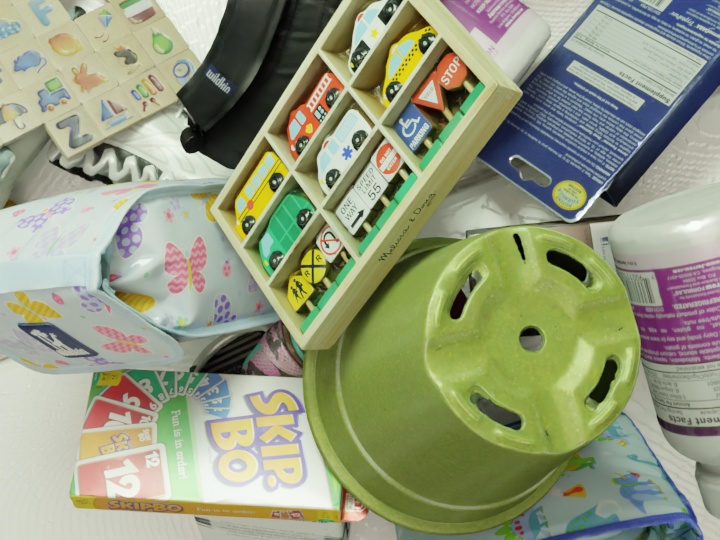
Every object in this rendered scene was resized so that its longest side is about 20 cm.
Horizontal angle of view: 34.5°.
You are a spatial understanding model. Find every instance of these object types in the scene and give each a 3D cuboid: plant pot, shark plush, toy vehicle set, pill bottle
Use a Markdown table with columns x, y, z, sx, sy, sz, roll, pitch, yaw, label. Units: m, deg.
| x | y | z | sx | sy | sz | roll | pitch | yaw | label |
| --- | --- | --- | --- | --- | --- | --- | --- | --- | --- |
| 0.075 | 0.054 | 0.696 | 0.198 | 0.190 | 0.202 | 3 | 76 | -10 | plant pot |
| -0.276 | -0.130 | 0.895 | 0.083 | 0.091 | 0.201 | 35 | 83 | -7 | shark plush |
| -0.005 | -0.068 | 0.686 | 0.201 | 0.026 | 0.125 | -54 | 56 | 25 | toy vehicle set |
| 0.035 | -0.197 | 0.869 | 0.199 | 0.112 | 0.113 | 38 | 95 | 3 | pill bottle |
| 0.238 | 0.052 | 0.745 | 0.111 | 0.112 | 0.202 | -17 | 99 | 6 | pill bottle |

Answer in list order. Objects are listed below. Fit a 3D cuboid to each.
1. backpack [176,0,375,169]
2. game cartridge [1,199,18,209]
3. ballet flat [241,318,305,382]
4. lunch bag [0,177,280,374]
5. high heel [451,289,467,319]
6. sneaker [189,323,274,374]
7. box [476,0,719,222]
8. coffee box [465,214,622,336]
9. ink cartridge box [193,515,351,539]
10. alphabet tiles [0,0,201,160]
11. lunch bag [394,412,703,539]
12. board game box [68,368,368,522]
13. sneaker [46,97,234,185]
| x | y | z | sx | sy | sz | roll | pitch | yaw | label |
| --- | --- | --- | --- | --- | --- | --- | --- | --- | --- |
| -0.023 | -0.158 | 0.773 | 0.165 | 0.127 | 0.202 | 17 | 120 | 3 | backpack |
| -0.399 | -0.030 | 0.957 | 0.199 | 0.032 | 0.177 | 34 | 95 | 4 | game cartridge |
| -0.011 | 0.096 | 0.883 | 0.071 | 0.199 | 0.070 | -34 | 45 | 28 | ballet flat |
| -0.168 | 0.003 | 0.786 | 0.168 | 0.199 | 0.129 | -6 | 91 | 31 | lunch bag |
| 0.000 | 0.000 | 0.835 | 0.068 | 0.095 | 0.200 | -53 | 56 | 20 | high heel |
| -0.044 | 0.054 | 0.908 | 0.199 | 0.071 | 0.073 | -31 | 89 | 4 | sneaker |
| 0.185 | -0.131 | 0.858 | 0.200 | 0.032 | 0.121 | -48 | 52 | -2 | box |
| 0.180 | 0.001 | 0.865 | 0.198 | 0.113 | 0.081 | -5 | 93 | 6 | coffee box |
| -0.064 | 0.171 | 0.886 | 0.115 | 0.201 | 0.068 | 7 | 58 | 5 | ink cartridge box |
| -0.241 | -0.165 | 0.890 | 0.199 | 0.008 | 0.168 | -33 | 79 | -22 | alphabet tiles |
| 0.133 | 0.190 | 0.841 | 0.199 | 0.170 | 0.128 | -30 | 109 | 6 | lunch bag |
| -0.090 | 0.118 | 0.787 | 0.197 | 0.030 | 0.096 | 4 | 58 | 1 | board game box |
| -0.146 | -0.093 | 0.914 | 0.198 | 0.075 | 0.082 | 17 | 85 | 4 | sneaker |
